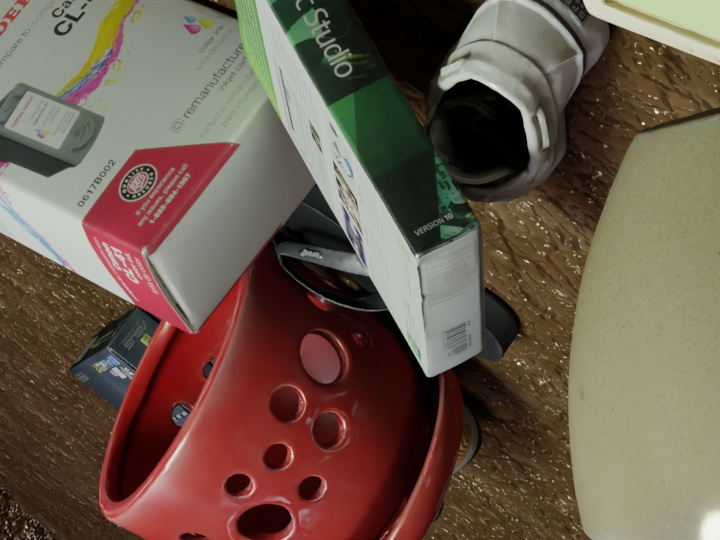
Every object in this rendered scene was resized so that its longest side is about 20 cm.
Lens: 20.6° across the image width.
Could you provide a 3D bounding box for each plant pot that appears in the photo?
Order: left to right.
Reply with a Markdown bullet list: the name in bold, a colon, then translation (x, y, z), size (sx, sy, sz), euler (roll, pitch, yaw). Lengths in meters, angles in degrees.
- **plant pot**: translation (-0.047, 0.102, 1.279), size (0.182, 0.201, 0.200), euler (27, 167, -19)
- **plant pot**: translation (0.159, 0.004, 0.705), size (0.200, 0.199, 0.135), euler (-10, 96, 67)

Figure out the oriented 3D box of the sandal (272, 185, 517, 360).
- **sandal**: translation (0.000, 0.000, 1.189), size (0.200, 0.043, 0.076), euler (29, 161, 23)

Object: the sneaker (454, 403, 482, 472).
- **sneaker**: translation (0.035, 0.122, 1.421), size (0.087, 0.076, 0.200), euler (7, 167, -33)

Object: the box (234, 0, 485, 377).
- **box**: translation (-0.004, -0.064, 0.904), size (0.200, 0.036, 0.144), euler (59, 172, 22)

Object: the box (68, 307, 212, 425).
- **box**: translation (-0.176, 0.112, 1.806), size (0.158, 0.051, 0.200), euler (39, 162, -10)

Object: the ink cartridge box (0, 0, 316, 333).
- **ink cartridge box**: translation (-0.130, -0.076, 1.072), size (0.199, 0.148, 0.086), euler (25, 159, 30)

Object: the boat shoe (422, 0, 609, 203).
- **boat shoe**: translation (0.058, -0.063, 0.876), size (0.072, 0.066, 0.200), euler (36, 163, 1)

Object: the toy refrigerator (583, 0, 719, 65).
- **toy refrigerator**: translation (0.159, -0.089, 0.606), size (0.199, 0.070, 0.076), euler (27, 161, 30)
